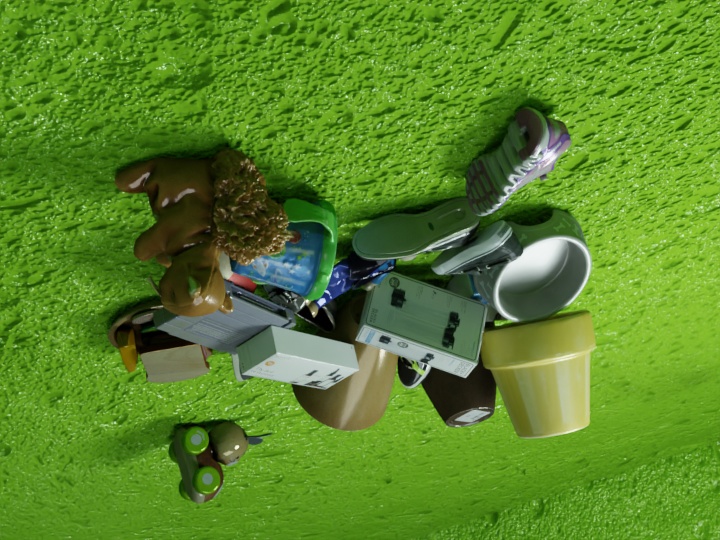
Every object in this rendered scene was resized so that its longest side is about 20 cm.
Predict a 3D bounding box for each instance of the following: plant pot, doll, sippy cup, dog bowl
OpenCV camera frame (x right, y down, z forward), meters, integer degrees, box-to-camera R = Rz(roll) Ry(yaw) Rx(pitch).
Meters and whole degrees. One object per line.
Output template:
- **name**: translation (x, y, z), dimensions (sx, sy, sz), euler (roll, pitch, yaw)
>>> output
- **plant pot**: translation (0.314, 0.179, 1.760), dimensions (0.197, 0.193, 0.201), euler (-12, 179, 0)
- **doll**: translation (0.000, 0.000, 1.590), dimensions (0.197, 0.049, 0.137), euler (-28, 149, -3)
- **sippy cup**: translation (-0.111, -0.036, 1.414), dimensions (0.128, 0.140, 0.181), euler (8, 117, -19)
- **plant pot**: translation (-0.007, 0.143, 1.774), dimensions (0.183, 0.188, 0.202), euler (0, 137, -25)
- **dog bowl**: translation (0.283, -0.001, 1.655), dimensions (0.196, 0.059, 0.203), euler (-11, 130, -14)
- **plant pot**: translation (0.177, 0.174, 1.869), dimensions (0.183, 0.203, 0.188), euler (-11, 154, -5)

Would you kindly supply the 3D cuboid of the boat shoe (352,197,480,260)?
- **boat shoe**: translation (0.084, -0.049, 1.531), dimensions (0.196, 0.073, 0.068), euler (-15, 157, -8)

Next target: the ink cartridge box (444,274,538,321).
- **ink cartridge box**: translation (0.257, 0.034, 1.781), dimensions (0.196, 0.069, 0.116), euler (-4, 153, -20)

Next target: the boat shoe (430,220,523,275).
- **boat shoe**: translation (0.177, -0.020, 1.582), dimensions (0.057, 0.069, 0.199), euler (46, 152, -10)

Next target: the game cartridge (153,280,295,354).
- **game cartridge**: translation (-0.199, 0.071, 1.513), dimensions (0.128, 0.039, 0.199), euler (-22, 155, 22)

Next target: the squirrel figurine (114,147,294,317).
- **squirrel figurine**: translation (-0.189, -0.044, 1.281), dimensions (0.197, 0.190, 0.142), euler (-19, 153, 12)

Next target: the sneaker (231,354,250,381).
- **sneaker**: translation (-0.170, 0.130, 1.760), dimensions (0.104, 0.076, 0.201), euler (-8, 152, -6)

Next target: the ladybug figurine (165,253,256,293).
- **ladybug figurine**: translation (-0.217, 0.022, 1.529), dimensions (0.133, 0.073, 0.201), euler (-15, 154, 3)

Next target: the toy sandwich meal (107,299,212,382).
- **toy sandwich meal**: translation (-0.317, 0.118, 1.672), dimensions (0.201, 0.071, 0.206), euler (-11, 154, -5)

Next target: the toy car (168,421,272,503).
- **toy car**: translation (-0.283, 0.385, 2.148), dimensions (0.197, 0.161, 0.164), euler (-14, 169, -26)

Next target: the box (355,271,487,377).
- **box**: translation (0.101, 0.085, 1.674), dimensions (0.196, 0.118, 0.060), euler (18, 148, -5)

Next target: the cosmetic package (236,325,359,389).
- **cosmetic package**: translation (-0.096, 0.141, 1.622), dimensions (0.082, 0.051, 0.198), euler (-34, 149, 29)

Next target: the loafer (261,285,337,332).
- **loafer**: translation (-0.092, 0.045, 1.644), dimensions (0.071, 0.064, 0.199), euler (-24, 152, 22)

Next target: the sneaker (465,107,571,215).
- **sneaker**: translation (0.220, -0.144, 1.411), dimensions (0.087, 0.082, 0.200), euler (-5, 153, -33)

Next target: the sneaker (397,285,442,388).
- **sneaker**: translation (0.090, 0.113, 1.786), dimensions (0.082, 0.071, 0.203), euler (-5, 117, -45)
